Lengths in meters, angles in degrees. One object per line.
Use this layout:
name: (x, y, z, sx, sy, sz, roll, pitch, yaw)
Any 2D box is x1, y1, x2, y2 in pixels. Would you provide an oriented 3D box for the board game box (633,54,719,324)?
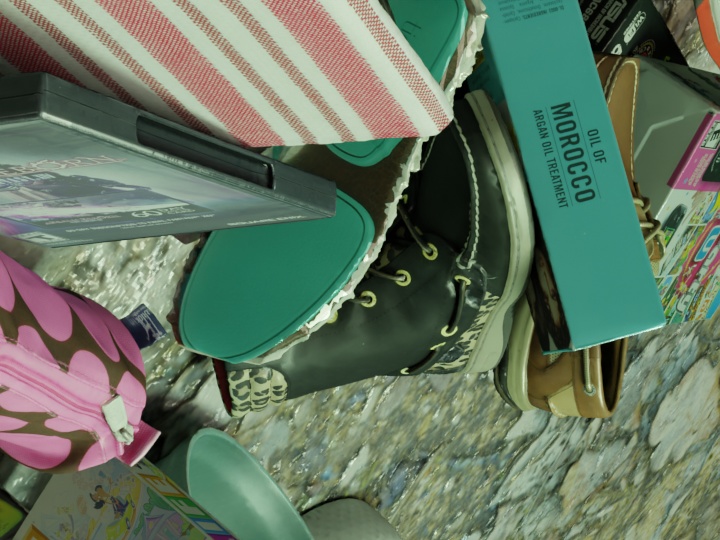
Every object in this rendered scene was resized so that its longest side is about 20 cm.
board game box: (0.189, -0.043, 1.112, 0.200, 0.064, 0.148, -4, 126, -60)

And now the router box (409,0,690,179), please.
router box: (0.104, -0.070, 1.078, 0.200, 0.062, 0.150, -54, 155, 1)

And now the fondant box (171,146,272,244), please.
fondant box: (-0.029, -0.125, 0.802, 0.144, 0.058, 0.200, -28, 144, -42)

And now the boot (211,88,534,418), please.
boot: (0.000, 0.002, 0.916, 0.153, 0.074, 0.204, -13, 147, -11)

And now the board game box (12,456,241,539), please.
board game box: (-0.128, 0.195, 0.858, 0.200, 0.134, 0.034, -58, 153, 6)

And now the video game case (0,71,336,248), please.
video game case: (-0.117, -0.036, 0.693, 0.200, 0.142, 0.019, 15, 72, -62)

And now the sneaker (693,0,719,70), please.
sneaker: (0.249, -0.114, 0.988, 0.067, 0.108, 0.202, -60, 137, -42)

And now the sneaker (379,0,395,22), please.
sneaker: (-0.070, -0.132, 0.654, 0.114, 0.076, 0.199, -31, 128, 14)

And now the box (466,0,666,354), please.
box: (0.093, -0.061, 0.915, 0.049, 0.201, 0.082, -15, 177, -6)

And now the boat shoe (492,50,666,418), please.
boat shoe: (0.129, -0.015, 0.993, 0.076, 0.074, 0.201, -14, 117, -59)

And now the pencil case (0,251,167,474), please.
pencil case: (-0.147, 0.030, 0.727, 0.091, 0.094, 0.200, -46, 161, 1)

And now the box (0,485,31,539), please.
box: (-0.241, 0.186, 0.855, 0.200, 0.035, 0.110, -27, 143, -43)

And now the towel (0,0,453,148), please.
towel: (-0.080, -0.081, 0.645, 0.146, 0.199, 0.030, 44, 48, -63)

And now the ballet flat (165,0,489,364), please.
ballet flat: (-0.007, -0.042, 0.804, 0.200, 0.072, 0.072, -55, 154, 3)

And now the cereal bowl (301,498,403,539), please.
cereal bowl: (-0.030, 0.254, 1.228, 0.200, 0.083, 0.200, -39, 149, -29)

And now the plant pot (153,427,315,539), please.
plant pot: (-0.093, 0.203, 0.973, 0.134, 0.201, 0.200, -29, 156, 10)
